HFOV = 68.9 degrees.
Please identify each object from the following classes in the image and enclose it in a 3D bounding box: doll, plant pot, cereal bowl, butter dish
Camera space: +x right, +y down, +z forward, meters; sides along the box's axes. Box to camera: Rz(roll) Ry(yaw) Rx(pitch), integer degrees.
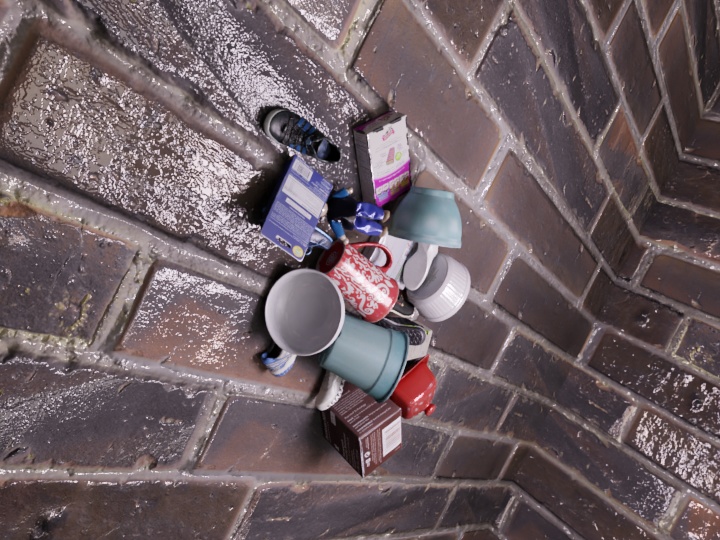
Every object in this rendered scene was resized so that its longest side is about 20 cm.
[{"bbox_3d":[-0.026,-0.131,1.279,0.195,0.048,0.141,13,82,-23],"label":"doll"},{"bbox_3d":[0.177,-0.144,1.367,0.197,0.197,0.139,2,101,-44],"label":"plant pot"},{"bbox_3d":[0.001,0.221,1.404,0.192,0.200,0.205,25,94,-13],"label":"plant pot"},{"bbox_3d":[-0.127,0.099,1.261,0.204,0.196,0.083,-63,168,3],"label":"cereal bowl"},{"bbox_3d":[0.186,0.411,1.724,0.197,0.148,0.203,-33,153,-26],"label":"butter dish"}]

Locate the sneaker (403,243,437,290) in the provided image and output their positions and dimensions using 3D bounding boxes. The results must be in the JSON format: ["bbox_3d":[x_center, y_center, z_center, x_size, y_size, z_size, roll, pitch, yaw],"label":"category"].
[{"bbox_3d":[0.189,-0.038,1.521,0.088,0.074,0.205,12,100,-59],"label":"sneaker"}]

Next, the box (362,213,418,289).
[{"bbox_3d":[0.097,-0.052,1.496,0.199,0.041,0.159,31,87,-49],"label":"box"}]

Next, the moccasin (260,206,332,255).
[{"bbox_3d":[-0.153,-0.082,1.212,0.197,0.080,0.070,24,80,-35],"label":"moccasin"}]

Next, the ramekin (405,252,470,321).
[{"bbox_3d":[0.222,0.039,1.563,0.094,0.201,0.205,36,85,-34],"label":"ramekin"}]

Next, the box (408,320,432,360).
[{"bbox_3d":[0.129,0.226,1.646,0.196,0.077,0.098,-2,113,-44],"label":"box"}]

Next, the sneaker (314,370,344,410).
[{"bbox_3d":[-0.076,0.299,1.496,0.081,0.074,0.203,45,71,-38],"label":"sneaker"}]

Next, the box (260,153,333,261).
[{"bbox_3d":[-0.143,-0.135,1.151,0.120,0.032,0.205,35,63,-32],"label":"box"}]

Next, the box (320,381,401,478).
[{"bbox_3d":[0.002,0.454,1.551,0.162,0.198,0.170,-26,128,-31],"label":"box"}]

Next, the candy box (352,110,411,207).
[{"bbox_3d":[0.059,-0.278,1.323,0.135,0.060,0.205,-31,131,-29],"label":"candy box"}]

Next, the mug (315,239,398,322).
[{"bbox_3d":[-0.008,0.006,1.355,0.199,0.131,0.181,39,45,-31],"label":"mug"}]

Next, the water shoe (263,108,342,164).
[{"bbox_3d":[-0.116,-0.288,1.130,0.197,0.078,0.073,14,102,-47],"label":"water shoe"}]

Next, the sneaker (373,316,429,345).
[{"bbox_3d":[0.103,0.173,1.543,0.083,0.194,0.074,-49,153,-70],"label":"sneaker"}]

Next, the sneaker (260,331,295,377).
[{"bbox_3d":[-0.174,0.170,1.321,0.202,0.076,0.085,-54,133,-9],"label":"sneaker"}]

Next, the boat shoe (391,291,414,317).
[{"bbox_3d":[0.101,0.088,1.549,0.199,0.074,0.064,23,103,-44],"label":"boat shoe"}]
